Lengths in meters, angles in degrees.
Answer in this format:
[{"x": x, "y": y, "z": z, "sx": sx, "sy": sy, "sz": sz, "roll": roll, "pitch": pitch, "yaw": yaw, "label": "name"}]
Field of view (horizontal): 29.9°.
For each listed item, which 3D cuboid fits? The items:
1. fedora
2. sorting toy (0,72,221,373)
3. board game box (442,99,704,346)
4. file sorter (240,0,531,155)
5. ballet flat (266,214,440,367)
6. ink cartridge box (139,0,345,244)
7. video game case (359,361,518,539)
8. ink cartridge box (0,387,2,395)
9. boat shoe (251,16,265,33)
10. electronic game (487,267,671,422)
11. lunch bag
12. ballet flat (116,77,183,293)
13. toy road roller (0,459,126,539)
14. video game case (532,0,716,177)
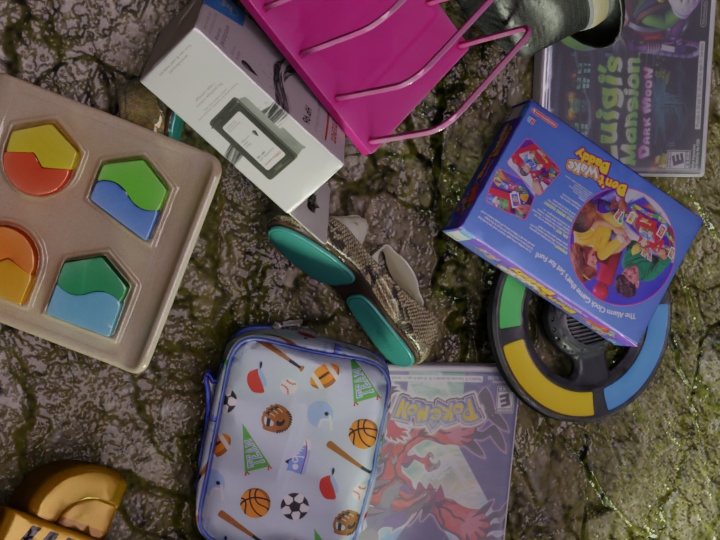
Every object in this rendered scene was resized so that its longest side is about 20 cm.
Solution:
[{"x": 0.127, "y": -0.251, "z": 1.120, "sx": 0.092, "sy": 0.201, "sz": 0.201, "roll": -36, "pitch": 108, "yaw": -9, "label": "fedora"}, {"x": -0.230, "y": -0.036, "z": 1.056, "sx": 0.200, "sy": 0.036, "sz": 0.185, "roll": 22, "pitch": 94, "yaw": 2, "label": "sorting toy"}, {"x": 0.191, "y": -0.040, "z": 1.207, "sx": 0.200, "sy": 0.045, "sz": 0.135, "roll": 33, "pitch": 79, "yaw": -14, "label": "board game box"}, {"x": 0.017, "y": -0.214, "z": 1.045, "sx": 0.139, "sy": 0.125, "sz": 0.200, "roll": -49, "pitch": 112, "yaw": -23, "label": "file sorter"}, {"x": 0.000, "y": 0.000, "z": 1.181, "sx": 0.200, "sy": 0.068, "sz": 0.075, "roll": 45, "pitch": 60, "yaw": -25, "label": "ballet flat"}, {"x": -0.075, "y": -0.127, "z": 1.092, "sx": 0.068, "sy": 0.116, "sz": 0.200, "roll": -40, "pitch": 112, "yaw": 20, "label": "ink cartridge box"}, {"x": 0.047, "y": 0.174, "z": 1.239, "sx": 0.200, "sy": 0.023, "sz": 0.182, "roll": 2, "pitch": 97, "yaw": -20, "label": "video game case"}, {"x": -0.379, "y": 0.047, "z": 1.039, "sx": 0.109, "sy": 0.050, "sz": 0.200, "roll": -30, "pitch": 107, "yaw": 3, "label": "ink cartridge box"}, {"x": -0.056, "y": -0.237, "z": 1.115, "sx": 0.072, "sy": 0.069, "sz": 0.200, "roll": -25, "pitch": 106, "yaw": -15, "label": "boat shoe"}, {"x": 0.206, "y": 0.042, "z": 1.256, "sx": 0.200, "sy": 0.042, "sz": 0.200, "roll": -1, "pitch": 92, "yaw": -24, "label": "electronic game"}, {"x": -0.062, "y": 0.143, "z": 1.156, "sx": 0.160, "sy": 0.076, "sz": 0.200, "roll": 12, "pitch": 97, "yaw": -4, "label": "lunch bag"}, {"x": -0.185, "y": -0.059, "z": 1.103, "sx": 0.071, "sy": 0.071, "sz": 0.200, "roll": 6, "pitch": 97, "yaw": -21, "label": "ballet flat"}, {"x": -0.275, "y": 0.209, "z": 1.081, "sx": 0.200, "sy": 0.123, "sz": 0.146, "roll": 26, "pitch": 74, "yaw": -22, "label": "toy road roller"}, {"x": 0.246, "y": -0.188, "z": 1.257, "sx": 0.182, "sy": 0.023, "sz": 0.200, "roll": -1, "pitch": 99, "yaw": -20, "label": "video game case"}]
